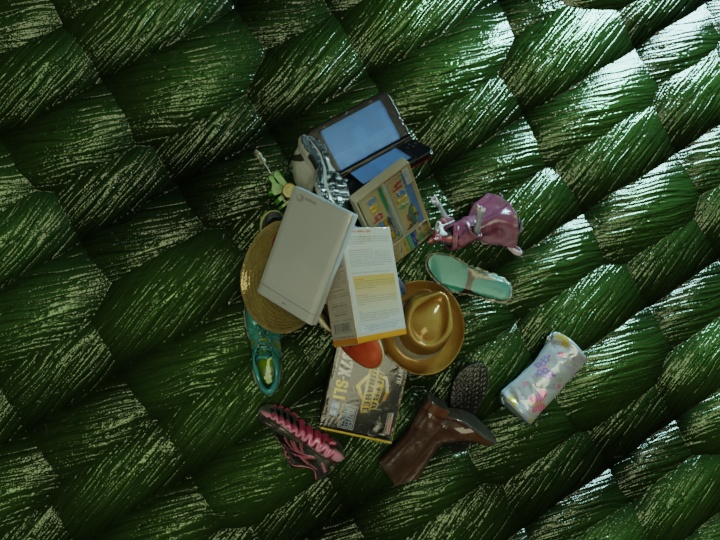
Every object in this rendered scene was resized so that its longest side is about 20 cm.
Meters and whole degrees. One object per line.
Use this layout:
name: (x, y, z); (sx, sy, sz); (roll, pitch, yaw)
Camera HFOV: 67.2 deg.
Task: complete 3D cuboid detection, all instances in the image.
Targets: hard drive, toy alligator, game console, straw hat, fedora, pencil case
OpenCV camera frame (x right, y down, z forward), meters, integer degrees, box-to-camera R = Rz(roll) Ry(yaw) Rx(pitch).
hard drive: (-0.095, -0.027, 0.934); (0.131, 0.027, 0.203); (27, 102, 26)
toy alligator: (-0.157, -0.152, 1.088); (0.200, 0.059, 0.054); (45, 80, -5)
game console: (0.017, -0.253, 1.087); (0.198, 0.173, 0.120); (-30, 120, -6)
straw hat: (-0.125, 0.012, 1.014); (0.198, 0.085, 0.205); (0, 90, 28)
fedora: (0.133, 0.105, 1.088); (0.197, 0.082, 0.204); (4, 69, -11)
pencil case: (0.385, 0.227, 1.148); (0.091, 0.083, 0.200); (43, 86, -12)

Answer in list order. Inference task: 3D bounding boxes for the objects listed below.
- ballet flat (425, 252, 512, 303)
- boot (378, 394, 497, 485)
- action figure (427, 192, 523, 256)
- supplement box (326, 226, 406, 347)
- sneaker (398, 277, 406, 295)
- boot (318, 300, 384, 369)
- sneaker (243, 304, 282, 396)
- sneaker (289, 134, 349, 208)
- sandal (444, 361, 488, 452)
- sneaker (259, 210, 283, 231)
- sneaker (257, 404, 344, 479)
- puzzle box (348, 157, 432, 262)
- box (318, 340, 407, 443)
ballet flat: (0.221, 0.021, 1.136); (0.197, 0.064, 0.077); (24, 86, -4)
boot: (0.156, 0.375, 1.116); (0.185, 0.064, 0.202); (30, 103, -6)
action figure: (0.225, -0.085, 1.123); (0.197, 0.134, 0.151); (-22, 120, -15)
supplement box: (0.003, 0.027, 0.974); (0.125, 0.073, 0.204); (-3, 82, -42)
sneaker: (0.000, 0.000, 1.077); (0.199, 0.074, 0.083); (35, 82, 1)
boot: (-0.025, 0.120, 1.033); (0.075, 0.107, 0.201); (-38, 99, 7)
sneaker: (-0.188, 0.148, 1.078); (0.076, 0.080, 0.204); (-10, 91, -7)
sneaker: (-0.082, -0.169, 1.047); (0.073, 0.080, 0.202); (7, 47, -37)
sandal: (0.215, 0.283, 1.150); (0.074, 0.048, 0.204); (13, 101, -5)
sneaker: (-0.166, -0.022, 1.079); (0.073, 0.081, 0.204); (-12, 92, -7)
sneaker: (-0.133, 0.351, 1.094); (0.199, 0.079, 0.096); (35, 98, -5)
puzzle box: (0.065, -0.106, 1.070); (0.132, 0.025, 0.201); (-37, 136, -8)
box: (0.010, 0.238, 1.119); (0.157, 0.049, 0.203); (14, 89, -5)
